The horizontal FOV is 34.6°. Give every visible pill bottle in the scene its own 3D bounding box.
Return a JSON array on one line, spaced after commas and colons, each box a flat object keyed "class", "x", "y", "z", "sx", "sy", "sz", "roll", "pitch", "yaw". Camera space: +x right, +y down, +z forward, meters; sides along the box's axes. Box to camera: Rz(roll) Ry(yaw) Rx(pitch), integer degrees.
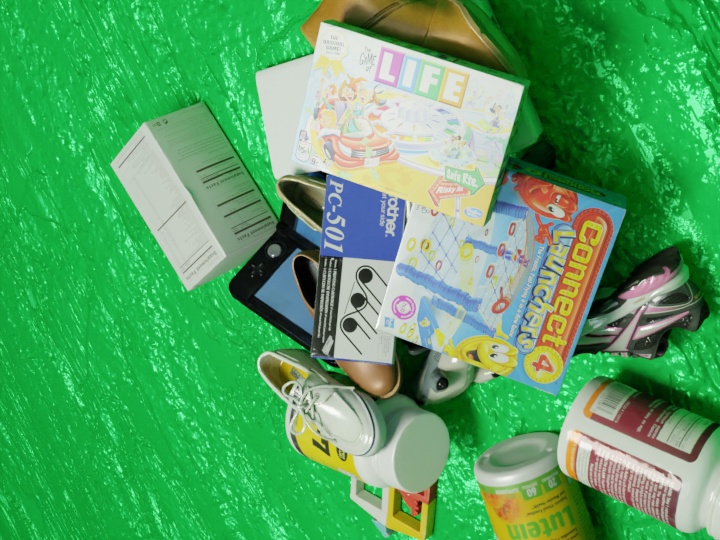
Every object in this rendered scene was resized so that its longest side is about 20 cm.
[{"class": "pill bottle", "x": 0.210, "y": 0.298, "z": 1.323, "sx": 0.110, "sy": 0.111, "sz": 0.203, "roll": -10, "pitch": 104, "yaw": 44}, {"class": "pill bottle", "x": 0.008, "y": 0.197, "z": 1.407, "sx": 0.199, "sy": 0.113, "sz": 0.116, "roll": 12, "pitch": 119, "yaw": 48}, {"class": "pill bottle", "x": 0.312, "y": 0.195, "z": 1.176, "sx": 0.198, "sy": 0.114, "sz": 0.116, "roll": 23, "pitch": 125, "yaw": 33}]

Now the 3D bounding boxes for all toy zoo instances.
[{"class": "toy zoo", "x": 0.043, "y": 0.271, "z": 1.527, "sx": 0.130, "sy": 0.020, "sz": 0.203, "roll": 23, "pitch": 124, "yaw": 33}]

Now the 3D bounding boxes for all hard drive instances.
[{"class": "hard drive", "x": -0.039, "y": -0.187, "z": 1.351, "sx": 0.198, "sy": 0.025, "sz": 0.134, "roll": -7, "pitch": 95, "yaw": 44}]

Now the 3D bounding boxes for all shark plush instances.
[{"class": "shark plush", "x": 0.097, "y": 0.115, "z": 1.396, "sx": 0.200, "sy": 0.090, "sz": 0.084, "roll": 124, "pitch": 130, "yaw": -64}]

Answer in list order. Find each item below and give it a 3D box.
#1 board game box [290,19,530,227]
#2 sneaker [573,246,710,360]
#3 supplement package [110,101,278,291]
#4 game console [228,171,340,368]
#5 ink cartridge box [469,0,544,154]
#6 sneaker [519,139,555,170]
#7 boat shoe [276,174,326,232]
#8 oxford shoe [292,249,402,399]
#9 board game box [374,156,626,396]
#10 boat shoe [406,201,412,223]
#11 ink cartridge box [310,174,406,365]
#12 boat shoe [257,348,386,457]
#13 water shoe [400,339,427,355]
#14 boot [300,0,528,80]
[{"class": "board game box", "x": 0.043, "y": -0.138, "z": 1.069, "sx": 0.198, "sy": 0.034, "sz": 0.136, "roll": 19, "pitch": 110, "yaw": 13}, {"class": "sneaker", "x": 0.269, "y": 0.061, "z": 1.177, "sx": 0.087, "sy": 0.080, "sz": 0.200, "roll": 50, "pitch": 142, "yaw": -4}, {"class": "supplement package", "x": -0.215, "y": -0.097, "z": 1.513, "sx": 0.113, "sy": 0.109, "sz": 0.201, "roll": -35, "pitch": 85, "yaw": 46}, {"class": "game console", "x": -0.052, "y": -0.014, "z": 1.407, "sx": 0.199, "sy": 0.176, "sz": 0.117, "roll": 32, "pitch": 158, "yaw": 27}, {"class": "ink cartridge box", "x": 0.081, "y": -0.198, "z": 1.171, "sx": 0.144, "sy": 0.084, "sz": 0.202, "roll": -23, "pitch": 95, "yaw": 18}, {"class": "sneaker", "x": 0.187, "y": -0.035, "z": 1.217, "sx": 0.104, "sy": 0.060, "sz": 0.201, "roll": 41, "pitch": 137, "yaw": 17}, {"class": "boat shoe", "x": -0.012, "y": -0.056, "z": 1.347, "sx": 0.200, "sy": 0.063, "sz": 0.074, "roll": 34, "pitch": 99, "yaw": 26}, {"class": "oxford shoe", "x": -0.023, "y": 0.064, "z": 1.336, "sx": 0.071, "sy": 0.071, "sz": 0.201, "roll": -38, "pitch": 76, "yaw": 13}, {"class": "board game box", "x": 0.135, "y": -0.006, "z": 1.132, "sx": 0.193, "sy": 0.056, "sz": 0.203, "roll": 19, "pitch": 108, "yaw": 8}, {"class": "boat shoe", "x": 0.089, "y": -0.087, "z": 1.269, "sx": 0.073, "sy": 0.066, "sz": 0.203, "roll": 4, "pitch": 97, "yaw": 14}, {"class": "ink cartridge box", "x": 0.000, "y": 0.000, "z": 1.285, "sx": 0.092, "sy": 0.044, "sz": 0.203, "roll": 5, "pitch": 84, "yaw": 5}, {"class": "boat shoe", "x": -0.057, "y": 0.148, "z": 1.338, "sx": 0.202, "sy": 0.085, "sz": 0.075, "roll": 40, "pitch": 112, "yaw": 41}, {"class": "water shoe", "x": 0.126, "y": 0.059, "z": 1.238, "sx": 0.199, "sy": 0.079, "sz": 0.072, "roll": -13, "pitch": 115, "yaw": 48}, {"class": "boot", "x": 0.048, "y": -0.208, "z": 1.103, "sx": 0.201, "sy": 0.071, "sz": 0.144, "roll": 45, "pitch": 113, "yaw": 5}]
